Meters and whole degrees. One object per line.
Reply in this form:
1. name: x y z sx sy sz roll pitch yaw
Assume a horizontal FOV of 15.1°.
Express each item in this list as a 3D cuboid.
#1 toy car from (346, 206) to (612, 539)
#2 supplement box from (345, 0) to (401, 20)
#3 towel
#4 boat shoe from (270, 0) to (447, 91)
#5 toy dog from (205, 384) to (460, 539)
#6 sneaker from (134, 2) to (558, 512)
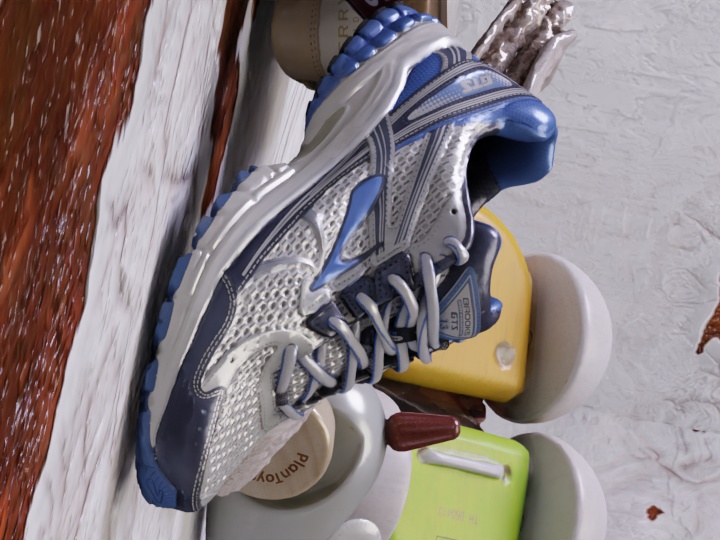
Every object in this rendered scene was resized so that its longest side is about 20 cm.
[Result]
1. toy car: 0.017 0.070 1.279 0.150 0.175 0.201 -16 -114 48
2. supplement box: 0.065 -0.179 0.900 0.200 0.061 0.109 -36 -161 25
3. towel: 0.010 -0.010 0.988 0.200 0.034 0.133 -53 178 -31
4. boat shoe: 0.001 -0.100 1.040 0.200 0.065 0.072 -70 158 -79
5. toy dog: -0.016 0.110 1.102 0.200 0.096 0.132 97 4 -46
6. sneaker: 0.000 0.000 0.853 0.200 0.085 0.077 -56 165 -29
